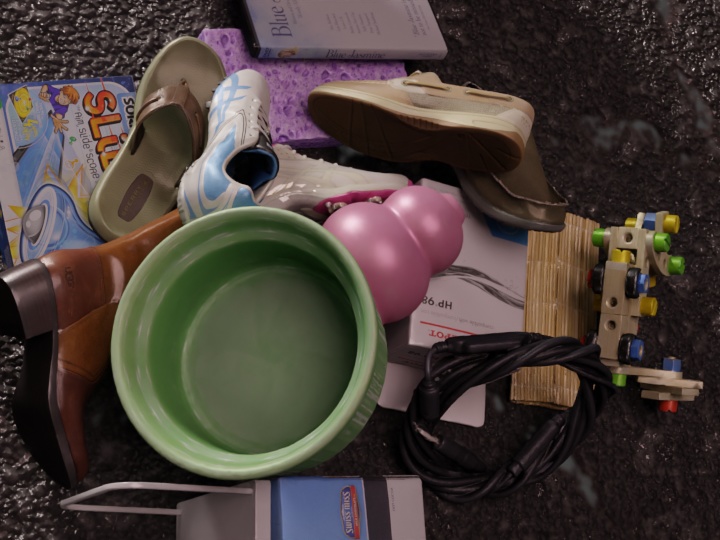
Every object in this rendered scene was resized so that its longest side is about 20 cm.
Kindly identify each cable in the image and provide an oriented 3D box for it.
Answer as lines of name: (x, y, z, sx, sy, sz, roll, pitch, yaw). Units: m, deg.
cable: (0.135, 0.128, 1.186, 0.200, 0.051, 0.163, -4, 113, -21)

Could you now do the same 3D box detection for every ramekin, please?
ramekin: (-0.075, 0.061, 1.017, 0.200, 0.098, 0.200, -3, 75, 12)

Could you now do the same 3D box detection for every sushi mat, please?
sushi mat: (0.187, 0.036, 1.304, 0.096, 0.012, 0.200, 13, 69, -21)

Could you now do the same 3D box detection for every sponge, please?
sponge: (-0.045, -0.169, 1.256, 0.200, 0.030, 0.112, -6, 76, -26)

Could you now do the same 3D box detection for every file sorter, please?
file sorter: (-0.150, 0.258, 0.995, 0.124, 0.139, 0.200, 10, 69, -31)

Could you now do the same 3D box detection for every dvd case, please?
dvd case: (-0.026, -0.257, 1.278, 0.200, 0.018, 0.143, -4, 59, -26)

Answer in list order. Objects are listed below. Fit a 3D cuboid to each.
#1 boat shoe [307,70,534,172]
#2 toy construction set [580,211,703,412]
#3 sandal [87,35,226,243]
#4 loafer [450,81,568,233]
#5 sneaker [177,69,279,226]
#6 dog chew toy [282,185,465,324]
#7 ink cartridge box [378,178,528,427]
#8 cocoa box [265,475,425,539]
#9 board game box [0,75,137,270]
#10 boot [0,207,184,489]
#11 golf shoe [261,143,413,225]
boat shoe: (0.053, -0.140, 1.205, 0.200, 0.072, 0.065, 11, 55, 15)
toy construction set: (0.265, 0.038, 1.298, 0.131, 0.092, 0.200, 8, 74, -63)
sandal: (-0.159, -0.108, 1.127, 0.080, 0.057, 0.201, 26, 64, -15)
loafer: (0.124, -0.106, 1.234, 0.075, 0.070, 0.200, 2, 36, -38)
sneaker: (-0.094, -0.098, 1.105, 0.200, 0.072, 0.072, -80, 156, -49)
dog chew toy: (0.000, 0.000, 1.141, 0.200, 0.125, 0.125, -35, 90, -7)
ink cartridge box: (0.085, 0.030, 1.228, 0.116, 0.067, 0.200, 14, 68, -21)
cocoa box: (-0.032, 0.266, 1.053, 0.131, 0.133, 0.200, 5, 72, -30)
board game box: (-0.236, -0.060, 1.129, 0.135, 0.034, 0.200, -9, 78, -28)
boot: (-0.185, 0.057, 1.088, 0.200, 0.068, 0.188, -22, 104, -39)
golf shoe: (-0.050, -0.077, 1.192, 0.200, 0.075, 0.092, -6, 66, -18)
